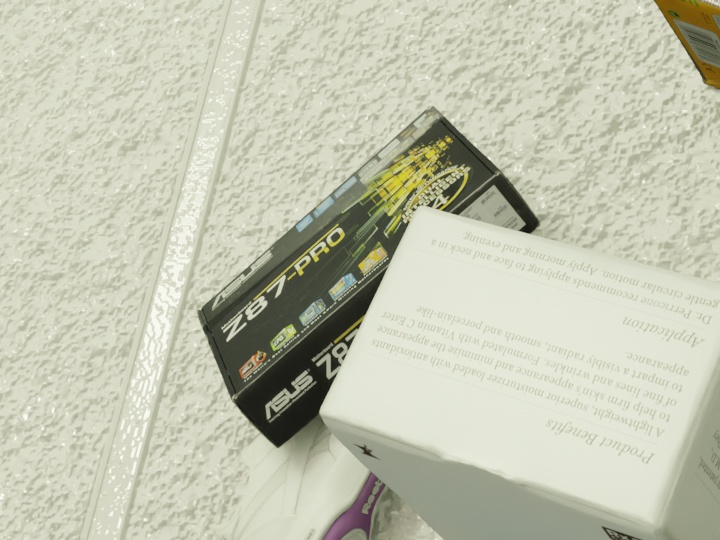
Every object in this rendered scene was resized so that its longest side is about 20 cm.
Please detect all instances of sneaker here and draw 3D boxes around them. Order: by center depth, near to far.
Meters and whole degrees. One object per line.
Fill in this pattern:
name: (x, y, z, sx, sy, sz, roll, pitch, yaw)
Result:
sneaker: (-0.016, 0.094, 1.276, 0.099, 0.075, 0.201, 26, 79, 33)

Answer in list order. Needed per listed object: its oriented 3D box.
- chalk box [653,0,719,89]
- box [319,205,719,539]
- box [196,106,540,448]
chalk box: (0.278, -0.196, 1.246, 0.124, 0.125, 0.201, 29, 81, 35)
box: (0.120, 0.085, 1.135, 0.198, 0.200, 0.131, 16, 71, 32)
box: (0.000, 0.000, 1.290, 0.200, 0.049, 0.161, -41, 19, 3)
